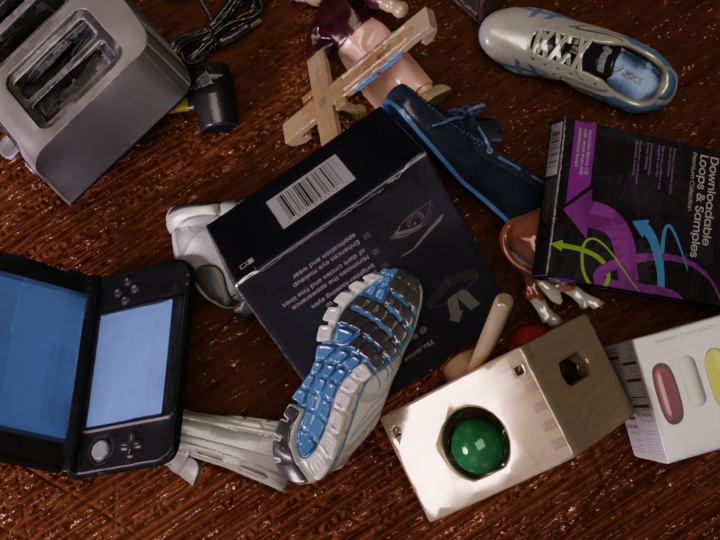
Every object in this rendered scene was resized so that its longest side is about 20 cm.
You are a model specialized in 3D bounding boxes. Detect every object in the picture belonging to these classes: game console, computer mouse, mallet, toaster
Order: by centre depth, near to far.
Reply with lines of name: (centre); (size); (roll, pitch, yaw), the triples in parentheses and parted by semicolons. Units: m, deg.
game console: (-0.255, 0.074, 1.230); (0.174, 0.116, 0.202); (-12, 59, 26)
toaster: (-0.270, -0.192, 1.272); (0.200, 0.119, 0.181); (-42, 70, 1)
mallet: (-0.218, -0.164, 1.332); (0.198, 0.041, 0.067); (-3, 84, 6)
computer mouse: (-0.180, -0.307, 1.338); (0.109, 0.044, 0.201); (-30, 84, 0)

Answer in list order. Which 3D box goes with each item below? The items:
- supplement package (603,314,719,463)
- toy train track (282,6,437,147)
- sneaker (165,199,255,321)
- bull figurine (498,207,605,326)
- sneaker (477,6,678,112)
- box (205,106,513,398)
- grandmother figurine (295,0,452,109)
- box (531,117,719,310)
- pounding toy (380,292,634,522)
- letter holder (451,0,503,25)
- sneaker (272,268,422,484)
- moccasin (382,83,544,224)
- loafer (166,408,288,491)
supplement package: (0.339, 0.092, 1.226); (0.198, 0.156, 0.112); (-16, 85, 0)
toy train track: (0.004, -0.175, 1.270); (0.199, 0.032, 0.116); (-35, 52, 36)
sneaker: (-0.084, -0.012, 1.299); (0.198, 0.075, 0.117); (-4, 89, 12)
bull figurine: (0.226, -0.035, 1.279); (0.198, 0.065, 0.122); (-24, 87, -11)
sneaker: (0.209, -0.207, 1.302); (0.198, 0.072, 0.073); (19, 87, 5)
box: (0.000, 0.000, 1.219); (0.196, 0.118, 0.201); (-34, 124, -2)
grandmother figurine: (-0.005, -0.225, 1.319); (0.121, 0.061, 0.201); (-38, 82, 13)
box: (0.259, -0.049, 1.239); (0.198, 0.036, 0.145); (9, 85, -18)
pounding toy: (0.122, 0.106, 1.177); (0.183, 0.199, 0.143); (-30, 83, 30)
letter holder: (0.147, -0.354, 1.283); (0.100, 0.142, 0.200); (43, 87, 5)
sneaker: (-0.002, 0.089, 1.168); (0.075, 0.086, 0.201); (34, 99, 25)
moccasin: (0.103, -0.116, 1.275); (0.200, 0.080, 0.068); (39, 92, -31)
loafer: (-0.159, 0.166, 1.278); (0.198, 0.070, 0.071); (7, 82, 5)
